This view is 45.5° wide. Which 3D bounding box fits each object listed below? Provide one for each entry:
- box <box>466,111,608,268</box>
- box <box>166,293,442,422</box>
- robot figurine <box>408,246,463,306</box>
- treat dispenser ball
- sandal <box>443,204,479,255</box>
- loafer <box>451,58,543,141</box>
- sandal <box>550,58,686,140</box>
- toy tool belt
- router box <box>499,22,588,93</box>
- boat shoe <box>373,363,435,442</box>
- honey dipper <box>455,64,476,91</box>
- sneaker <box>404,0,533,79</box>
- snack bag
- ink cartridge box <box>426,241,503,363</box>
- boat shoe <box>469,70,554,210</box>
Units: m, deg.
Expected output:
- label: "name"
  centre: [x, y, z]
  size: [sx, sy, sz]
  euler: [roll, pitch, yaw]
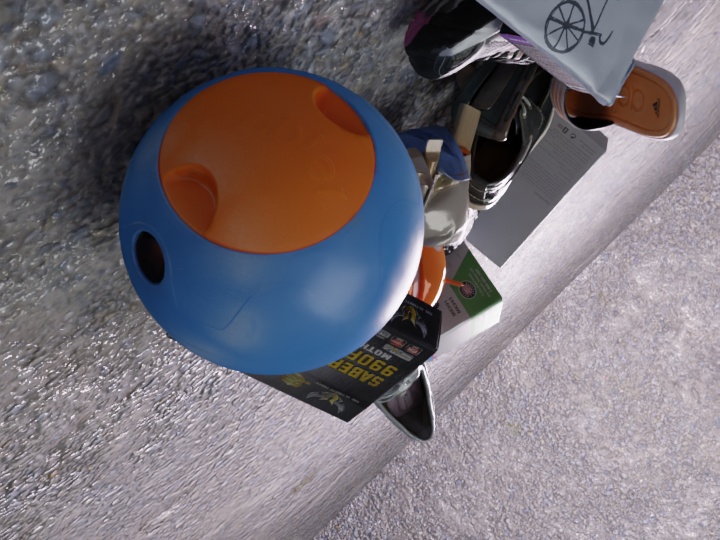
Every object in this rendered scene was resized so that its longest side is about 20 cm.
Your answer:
- label: "box"
  centre: [0.219, -0.119, 1.125]
  size: [0.200, 0.097, 0.124]
  euler: [-51, 177, 23]
- label: "box"
  centre: [-0.052, 0.048, 0.767]
  size: [0.158, 0.199, 0.048]
  euler: [-45, -157, 44]
- label: "robot figurine"
  centre: [-0.001, -0.001, 0.863]
  size: [0.199, 0.117, 0.144]
  euler: [-6, 178, -22]
- label: "treat dispenser ball"
  centre: [-0.058, -0.032, 0.572]
  size: [0.201, 0.201, 0.201]
  euler: [-38, 163, -14]
- label: "sandal"
  centre: [0.124, -0.106, 0.961]
  size: [0.201, 0.045, 0.075]
  euler: [-63, 167, -11]
- label: "loafer"
  centre: [0.171, -0.208, 0.857]
  size: [0.200, 0.063, 0.072]
  euler: [-50, 161, -12]
- label: "sandal"
  centre: [0.219, -0.167, 0.794]
  size: [0.059, 0.207, 0.080]
  euler: [-6, 110, -14]
- label: "toy tool belt"
  centre: [0.020, -0.090, 0.785]
  size: [0.199, 0.125, 0.123]
  euler: [-12, 130, -30]
- label: "router box"
  centre: [0.197, -0.257, 0.690]
  size: [0.149, 0.051, 0.201]
  euler: [12, 100, -55]
- label: "boat shoe"
  centre: [0.043, 0.123, 0.917]
  size: [0.074, 0.065, 0.202]
  euler: [-30, 147, -7]
- label: "honey dipper"
  centre: [0.114, -0.160, 0.939]
  size: [0.038, 0.038, 0.200]
  euler: [-40, 161, -10]
- label: "sneaker"
  centre: [0.127, -0.206, 0.727]
  size: [0.200, 0.080, 0.087]
  euler: [-35, 131, -21]
- label: "snack bag"
  centre: [0.161, -0.243, 0.603]
  size: [0.200, 0.021, 0.189]
  euler: [26, 93, -34]
- label: "ink cartridge box"
  centre: [0.046, 0.039, 1.017]
  size: [0.199, 0.146, 0.088]
  euler: [-29, 160, -6]
- label: "boat shoe"
  centre: [0.161, -0.160, 0.903]
  size: [0.201, 0.072, 0.068]
  euler: [-62, 169, -15]
